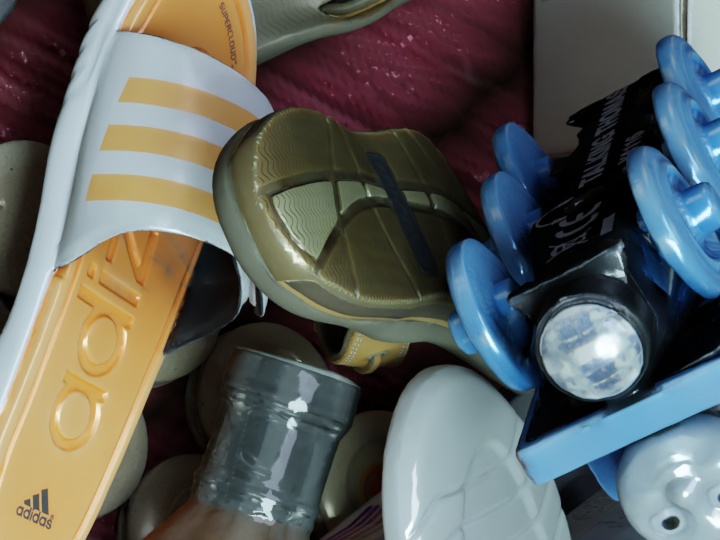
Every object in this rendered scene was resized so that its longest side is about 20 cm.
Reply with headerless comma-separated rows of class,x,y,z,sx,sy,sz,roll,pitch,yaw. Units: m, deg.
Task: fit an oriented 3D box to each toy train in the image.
toy train,0.089,0.008,0.870,0.114,0.087,0.200,57,19,-13

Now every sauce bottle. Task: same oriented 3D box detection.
sauce bottle,-0.049,0.122,0.876,0.065,0.065,0.200,22,83,-26

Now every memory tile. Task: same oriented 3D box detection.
memory tile,-0.070,0.067,0.925,0.200,0.017,0.153,38,64,-20

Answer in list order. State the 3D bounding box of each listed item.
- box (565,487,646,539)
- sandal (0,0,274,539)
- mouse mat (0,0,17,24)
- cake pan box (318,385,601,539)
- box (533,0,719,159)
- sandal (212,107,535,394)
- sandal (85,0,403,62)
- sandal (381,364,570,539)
box,0.141,0.156,0.915,0.060,0.117,0.200,-33,101,-36
sandal,-0.058,0.004,0.880,0.079,0.059,0.207,30,74,-53
mouse mat,-0.210,-0.071,0.859,0.161,0.008,0.200,45,69,-17
cake pan box,0.088,0.125,0.981,0.184,0.052,0.200,-35,103,-35
box,0.165,-0.075,1.045,0.200,0.095,0.078,2,86,-29
sandal,0.000,0.000,0.872,0.200,0.054,0.080,15,49,-64
sandal,0.000,-0.121,0.970,0.200,0.054,0.080,-33,98,-31
sandal,0.035,0.124,0.883,0.082,0.050,0.203,-46,123,-50
